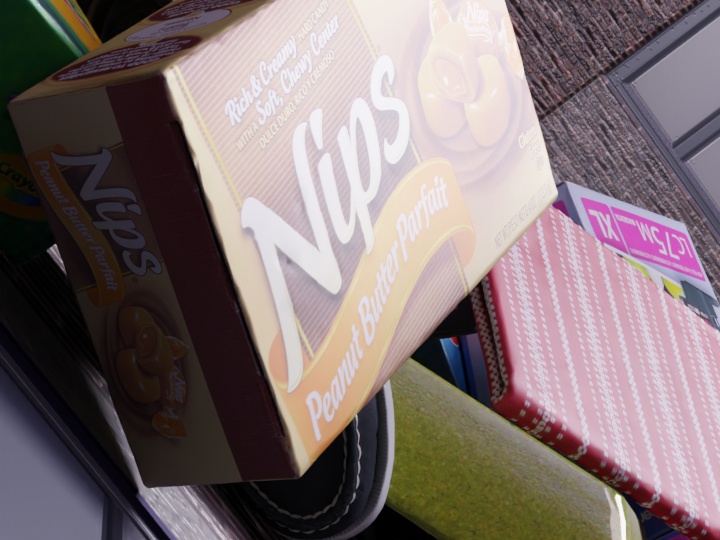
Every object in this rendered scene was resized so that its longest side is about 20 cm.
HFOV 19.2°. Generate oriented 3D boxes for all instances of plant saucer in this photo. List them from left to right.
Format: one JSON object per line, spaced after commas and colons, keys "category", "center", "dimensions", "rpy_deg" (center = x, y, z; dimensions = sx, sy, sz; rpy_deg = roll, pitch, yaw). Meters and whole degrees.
{"category": "plant saucer", "center": [0.033, 0.073, 0.807], "dimensions": [0.200, 0.048, 0.200], "rpy_deg": [32, -3, 14]}

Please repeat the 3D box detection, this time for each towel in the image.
{"category": "towel", "center": [0.108, 0.046, 0.857], "dimensions": [0.200, 0.022, 0.145], "rpy_deg": [34, 31, -34]}

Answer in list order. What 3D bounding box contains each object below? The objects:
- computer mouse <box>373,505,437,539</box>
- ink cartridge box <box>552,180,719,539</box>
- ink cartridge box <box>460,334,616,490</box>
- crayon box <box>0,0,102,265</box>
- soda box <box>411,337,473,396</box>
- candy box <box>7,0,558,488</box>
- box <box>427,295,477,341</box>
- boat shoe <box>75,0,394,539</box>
{"category": "computer mouse", "center": [0.073, 0.171, 0.923], "dimensions": [0.200, 0.059, 0.034], "rpy_deg": [55, -14, 14]}
{"category": "ink cartridge box", "center": [0.144, 0.061, 0.972], "dimensions": [0.119, 0.042, 0.201], "rpy_deg": [14, 52, -52]}
{"category": "ink cartridge box", "center": [0.133, 0.119, 1.077], "dimensions": [0.200, 0.084, 0.145], "rpy_deg": [52, 23, -49]}
{"category": "crayon box", "center": [-0.142, -0.106, 0.643], "dimensions": [0.119, 0.058, 0.200], "rpy_deg": [51, 3, -46]}
{"category": "soda box", "center": [0.000, 0.000, 1.053], "dimensions": [0.064, 0.068, 0.201], "rpy_deg": [-35, 106, -76]}
{"category": "candy box", "center": [-0.012, -0.034, 0.631], "dimensions": [0.200, 0.055, 0.116], "rpy_deg": [-43, 120, -54]}
{"category": "box", "center": [-0.003, -0.067, 0.950], "dimensions": [0.115, 0.132, 0.201], "rpy_deg": [-141, -138, -83]}
{"category": "boat shoe", "center": [-0.048, -0.004, 0.692], "dimensions": [0.200, 0.075, 0.060], "rpy_deg": [66, 13, 6]}
